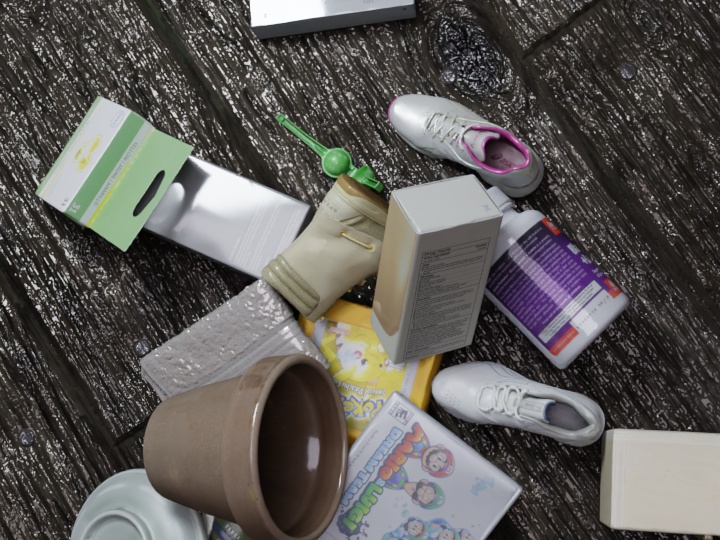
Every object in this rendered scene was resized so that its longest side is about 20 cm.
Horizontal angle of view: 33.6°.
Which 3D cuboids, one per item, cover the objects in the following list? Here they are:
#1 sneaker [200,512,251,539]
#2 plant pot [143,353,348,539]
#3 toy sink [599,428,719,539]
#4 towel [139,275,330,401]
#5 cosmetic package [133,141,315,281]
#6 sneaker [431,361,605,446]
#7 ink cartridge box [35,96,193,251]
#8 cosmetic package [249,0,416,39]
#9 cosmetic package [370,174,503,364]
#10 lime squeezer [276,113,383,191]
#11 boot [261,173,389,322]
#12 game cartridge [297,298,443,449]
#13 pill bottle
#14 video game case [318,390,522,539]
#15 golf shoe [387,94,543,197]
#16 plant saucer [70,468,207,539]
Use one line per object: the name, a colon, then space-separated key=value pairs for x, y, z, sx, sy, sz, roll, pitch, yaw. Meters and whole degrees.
sneaker: x=-0.137 y=0.321 z=1.348 sx=0.090 sy=0.067 sz=0.201 roll=3 pitch=79 yaw=12
plant pot: x=-0.133 y=0.191 z=1.276 sx=0.174 sy=0.200 sz=0.201 roll=-2 pitch=81 yaw=27
toy sink: x=0.363 y=0.231 z=1.275 sx=0.199 sy=0.130 sz=0.112 roll=2 pitch=82 yaw=6
towel: x=-0.148 y=0.109 z=1.361 sx=0.200 sy=0.034 sz=0.133 roll=-34 pitch=94 yaw=19
cosmetic package: x=-0.160 y=-0.061 z=1.401 sx=0.200 sy=0.090 sz=0.107 roll=25 pitch=86 yaw=12
sneaker: x=0.177 y=0.145 z=1.329 sx=0.200 sy=0.087 sz=0.075 roll=11 pitch=84 yaw=8
ink cartridge box: x=-0.290 y=-0.116 z=1.384 sx=0.146 sy=0.048 sz=0.200 roll=-58 pitch=37 yaw=-4
cosmetic package: x=-0.039 y=-0.372 z=1.449 sx=0.199 sy=0.052 sz=0.151 roll=-6 pitch=79 yaw=6
cosmetic package: x=0.078 y=0.001 z=1.283 sx=0.105 sy=0.200 sz=0.071 roll=-12 pitch=47 yaw=-22
lime squeezer: x=-0.027 y=-0.124 z=1.407 sx=0.200 sy=0.071 sz=0.038 roll=39 pitch=105 yaw=39
boot: x=0.000 y=0.000 z=1.346 sx=0.155 sy=0.200 sz=0.073 roll=-48 pitch=40 yaw=9
game cartridge: x=-0.008 y=0.141 z=1.379 sx=0.176 sy=0.032 sz=0.200 roll=15 pitch=83 yaw=8
pill bottle: x=0.194 y=0.003 z=1.336 sx=0.111 sy=0.111 sz=0.200 roll=-44 pitch=80 yaw=-1
video game case: x=0.051 y=0.267 z=1.336 sx=0.182 sy=0.024 sz=0.200 roll=37 pitch=92 yaw=1
golf shoe: x=0.122 y=-0.157 z=1.380 sx=0.200 sy=0.092 sz=0.075 roll=26 pitch=87 yaw=11
plant saucer: x=-0.264 y=0.323 z=1.336 sx=0.200 sy=0.050 sz=0.201 roll=-6 pitch=77 yaw=28
